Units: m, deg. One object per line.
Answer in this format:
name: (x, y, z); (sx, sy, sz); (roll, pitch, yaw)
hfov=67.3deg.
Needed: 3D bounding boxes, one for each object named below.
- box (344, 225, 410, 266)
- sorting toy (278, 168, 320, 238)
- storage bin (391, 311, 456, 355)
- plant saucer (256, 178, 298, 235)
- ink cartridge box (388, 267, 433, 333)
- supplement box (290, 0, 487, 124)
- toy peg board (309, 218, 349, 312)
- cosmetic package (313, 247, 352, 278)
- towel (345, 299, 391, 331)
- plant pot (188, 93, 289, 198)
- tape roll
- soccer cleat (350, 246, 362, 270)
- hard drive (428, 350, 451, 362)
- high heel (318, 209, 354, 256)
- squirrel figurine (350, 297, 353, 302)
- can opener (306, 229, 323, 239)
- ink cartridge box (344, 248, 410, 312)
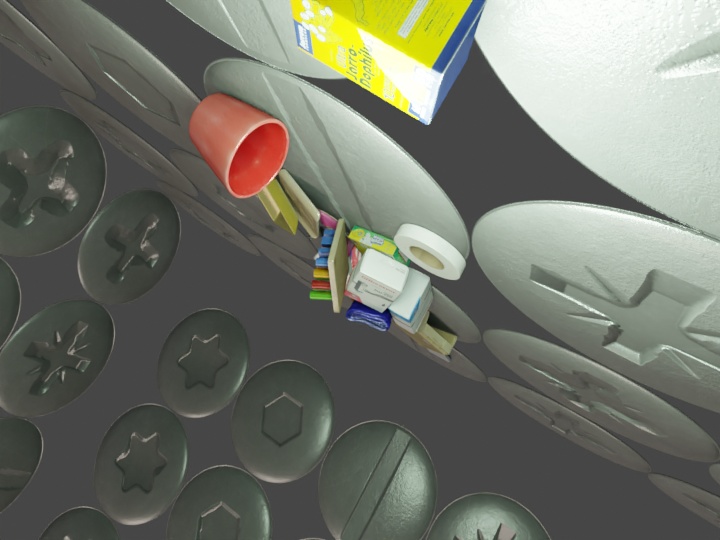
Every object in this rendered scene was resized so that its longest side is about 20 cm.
box: (0.048, -0.069, 1.626); (0.196, 0.049, 0.118); (22, 165, 33)
sorting toy: (-0.179, -0.201, 1.632); (0.186, 0.036, 0.200); (51, 166, 6)
storage bin: (0.261, 0.238, 2.188); (0.199, 0.095, 0.197); (40, 166, -32)
plant saucer: (-0.271, -0.225, 1.698); (0.199, 0.048, 0.203); (31, 153, 57)
ink cartridge box: (0.166, 0.102, 1.744); (0.084, 0.149, 0.201); (26, 167, 17)
supplement box: (0.028, -0.286, 0.628); (0.197, 0.111, 0.109); (32, 169, 6)
toy peg board: (-0.101, -0.017, 1.637); (0.094, 0.203, 0.203); (2, 131, 8)
cosmetic package: (-0.056, -0.014, 1.859); (0.200, 0.102, 0.074); (45, 131, -3)
towel: (0.036, 0.131, 1.758); (0.143, 0.051, 0.200); (18, -168, 4)
plant pot: (-0.293, -0.304, 1.263); (0.176, 0.201, 0.201); (38, 171, 18)
tape roll: (0.177, -0.047, 1.389); (0.200, 0.038, 0.203); (32, 169, 7)
soccer cleat: (0.000, 0.000, 1.789); (0.204, 0.072, 0.068); (64, 172, 6)
hard drive: (0.366, 0.382, 2.658); (0.130, 0.026, 0.200); (26, 166, 34)
high heel: (-0.093, -0.107, 1.712); (0.067, 0.097, 0.200); (31, 172, 44)
squirrel figurine: (-0.031, 0.043, 2.015); (0.199, 0.143, 0.185); (38, -173, 32)
can opener: (-0.156, -0.152, 1.868); (0.065, 0.055, 0.200); (0, 171, -8)
ink cartridge box: (0.046, 0.034, 1.612); (0.142, 0.087, 0.201); (25, 152, -5)
